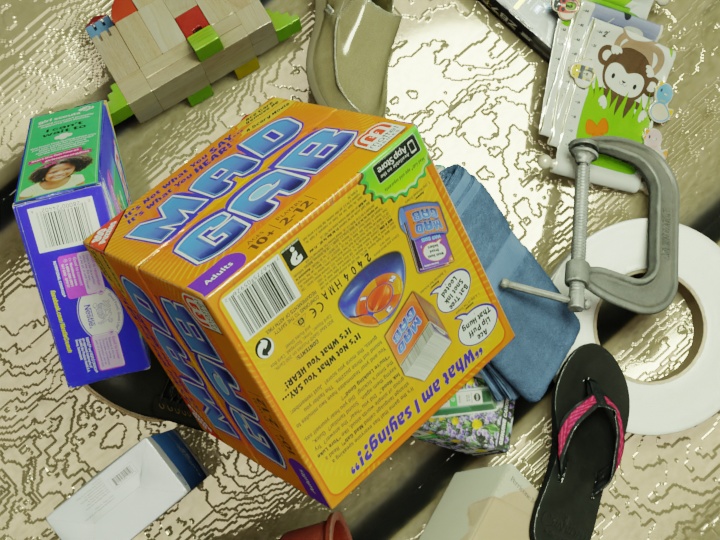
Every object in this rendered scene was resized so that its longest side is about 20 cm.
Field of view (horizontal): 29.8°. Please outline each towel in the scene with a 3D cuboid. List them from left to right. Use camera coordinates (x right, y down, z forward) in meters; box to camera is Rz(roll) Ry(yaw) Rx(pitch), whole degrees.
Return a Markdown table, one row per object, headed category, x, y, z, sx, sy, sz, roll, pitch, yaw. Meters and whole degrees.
| category | x | y | z | sx | sy | sz | roll | pitch | yaw |
| --- | --- | --- | --- | --- | --- | --- | --- | --- | --- |
| towel | 0.108 | 0.013 | 1.178 | 0.200 | 0.048 | 0.112 | 51 | 60 | -21 |

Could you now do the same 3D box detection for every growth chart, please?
| category | x | y | z | sx | sy | sz | roll | pitch | yaw |
| --- | --- | --- | --- | --- | --- | --- | --- | --- | --- |
| growth chart | 0.231 | -0.174 | 1.261 | 0.144 | 0.018 | 0.201 | 3 | 96 | -17 |

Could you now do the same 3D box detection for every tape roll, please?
| category | x | y | z | sx | sy | sz | roll | pitch | yaw |
| --- | --- | --- | --- | --- | --- | --- | --- | --- | --- |
| tape roll | 0.265 | 0.052 | 1.262 | 0.201 | 0.037 | 0.204 | 0 | 86 | -1 |

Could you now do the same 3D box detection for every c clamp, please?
| category | x | y | z | sx | sy | sz | roll | pitch | yaw |
| --- | --- | --- | --- | --- | --- | --- | --- | --- | --- |
| c clamp | 0.217 | -0.044 | 1.207 | 0.170 | 0.027 | 0.201 | 22 | 60 | -15 |

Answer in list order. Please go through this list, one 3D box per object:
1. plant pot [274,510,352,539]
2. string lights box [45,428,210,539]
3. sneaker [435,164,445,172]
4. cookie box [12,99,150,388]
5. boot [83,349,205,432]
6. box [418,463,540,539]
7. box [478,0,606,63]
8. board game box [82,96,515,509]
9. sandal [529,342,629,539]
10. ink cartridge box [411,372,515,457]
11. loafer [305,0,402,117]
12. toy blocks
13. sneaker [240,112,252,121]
| category | x | y | z | sx | sy | sz | roll | pitch | yaw |
| --- | --- | --- | --- | --- | --- | --- | --- | --- | --- |
| plant pot | -0.098 | 0.323 | 1.162 | 0.194 | 0.201 | 0.202 | -11 | 86 | 5 |
| string lights box | -0.193 | 0.190 | 1.155 | 0.103 | 0.200 | 0.059 | -39 | 87 | -3 |
| sneaker | 0.069 | -0.050 | 1.212 | 0.199 | 0.075 | 0.089 | 14 | 107 | -26 |
| cookie box | -0.231 | -0.028 | 1.144 | 0.075 | 0.200 | 0.172 | -12 | 118 | -4 |
| boot | -0.156 | 0.104 | 1.194 | 0.199 | 0.138 | 0.078 | 12 | 85 | 0 |
| box | 0.092 | 0.273 | 1.165 | 0.095 | 0.078 | 0.200 | 46 | 53 | -18 |
| box | 0.188 | -0.324 | 1.282 | 0.161 | 0.049 | 0.200 | 40 | 86 | 2 |
| board game box | -0.046 | 0.015 | 1.026 | 0.200 | 0.199 | 0.200 | -40 | 121 | -21 |
| sandal | 0.200 | 0.158 | 1.189 | 0.075 | 0.045 | 0.201 | 20 | 67 | -9 |
| ink cartridge box | 0.046 | 0.088 | 1.197 | 0.199 | 0.050 | 0.110 | 19 | 70 | -27 |
| loafer | -0.003 | -0.213 | 1.222 | 0.076 | 0.067 | 0.201 | 18 | 57 | -40 |
| toy blocks | -0.175 | -0.236 | 1.252 | 0.199 | 0.100 | 0.137 | -31 | 76 | -4 |
| sneaker | -0.024 | -0.089 | 1.224 | 0.199 | 0.116 | 0.079 | 15 | 85 | 0 |
